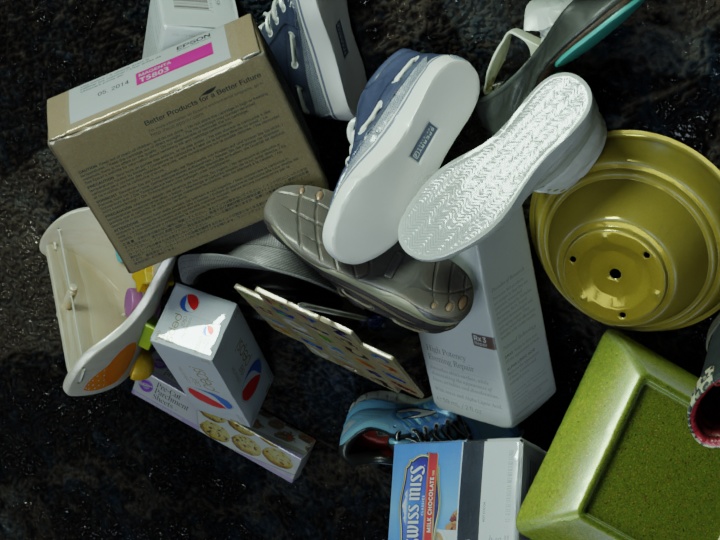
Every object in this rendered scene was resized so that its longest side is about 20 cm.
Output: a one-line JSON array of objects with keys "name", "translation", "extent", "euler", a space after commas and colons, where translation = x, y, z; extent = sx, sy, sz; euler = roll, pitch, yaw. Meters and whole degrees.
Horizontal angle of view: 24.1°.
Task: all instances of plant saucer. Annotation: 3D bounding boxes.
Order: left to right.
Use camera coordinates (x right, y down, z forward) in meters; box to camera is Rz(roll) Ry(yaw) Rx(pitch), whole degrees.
[{"name": "plant saucer", "translation": [0.265, 0.182, 1.472], "extent": [0.199, 0.200, 0.048], "euler": [29, 169, -11]}]

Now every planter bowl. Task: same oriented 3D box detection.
[{"name": "planter bowl", "translation": [0.230, -0.014, 1.458], "extent": [0.200, 0.083, 0.201], "euler": [12, 123, 19]}]

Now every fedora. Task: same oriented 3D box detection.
[{"name": "fedora", "translation": [-0.075, -0.014, 1.573], "extent": [0.177, 0.091, 0.200], "euler": [21, 162, -25]}]

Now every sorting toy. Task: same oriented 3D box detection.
[{"name": "sorting toy", "translation": [-0.224, -0.003, 1.644], "extent": [0.107, 0.200, 0.180], "euler": [12, 130, -31]}]

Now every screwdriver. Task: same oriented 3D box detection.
[{"name": "screwdriver", "translation": [-0.006, 0.044, 1.487], "extent": [0.028, 0.200, 0.029], "euler": [26, 101, 29]}]

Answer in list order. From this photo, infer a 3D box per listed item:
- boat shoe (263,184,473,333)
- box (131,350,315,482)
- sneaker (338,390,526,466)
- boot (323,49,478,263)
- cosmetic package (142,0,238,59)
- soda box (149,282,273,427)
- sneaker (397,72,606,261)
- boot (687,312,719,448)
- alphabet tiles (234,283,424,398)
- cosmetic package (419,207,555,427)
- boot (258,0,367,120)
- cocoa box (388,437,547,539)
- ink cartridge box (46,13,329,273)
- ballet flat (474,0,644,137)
[{"name": "boat shoe", "translation": [0.000, 0.000, 1.463], "extent": [0.200, 0.075, 0.073], "euler": [32, 147, 6]}, {"name": "box", "translation": [-0.144, 0.153, 1.768], "extent": [0.200, 0.039, 0.041], "euler": [29, 126, 7]}, {"name": "sneaker", "translation": [0.067, 0.164, 1.640], "extent": [0.200, 0.090, 0.079], "euler": [-11, 114, 29]}, {"name": "boot", "translation": [0.019, -0.099, 1.438], "extent": [0.073, 0.200, 0.090], "euler": [42, 169, -34]}, {"name": "cosmetic package", "translation": [-0.163, -0.160, 1.540], "extent": [0.074, 0.102, 0.200], "euler": [3, 128, -14]}, {"name": "soda box", "translation": [-0.142, 0.087, 1.649], "extent": [0.068, 0.064, 0.200], "euler": [18, 160, 15]}, {"name": "sneaker", "translation": [0.127, -0.070, 1.413], "extent": [0.200, 0.116, 0.074], "euler": [-41, 68, 7]}, {"name": "boot", "translation": [0.344, 0.045, 1.392], "extent": [0.073, 0.154, 0.204], "euler": [33, 127, 1]}, {"name": "alphabet tiles", "translation": [-0.027, 0.066, 1.548], "extent": [0.166, 0.006, 0.200], "euler": [24, 168, 20]}, {"name": "cosmetic package", "translation": [0.105, 0.033, 1.528], "extent": [0.102, 0.074, 0.200], "euler": [12, 126, 44]}, {"name": "boot", "translation": [-0.060, -0.220, 1.479], "extent": [0.090, 0.073, 0.200], "euler": [2, 122, 24]}, {"name": "cocoa box", "translation": [0.126, 0.241, 1.573], "extent": [0.131, 0.134, 0.200], "euler": [-4, 162, 28]}, {"name": "ink cartridge box", "translation": [-0.149, -0.108, 1.471], "extent": [0.200, 0.075, 0.165], "euler": [-21, 129, 5]}, {"name": "ballet flat", "translation": [0.155, -0.186, 1.404], "extent": [0.068, 0.068, 0.200], "euler": [48, 128, 8]}]
